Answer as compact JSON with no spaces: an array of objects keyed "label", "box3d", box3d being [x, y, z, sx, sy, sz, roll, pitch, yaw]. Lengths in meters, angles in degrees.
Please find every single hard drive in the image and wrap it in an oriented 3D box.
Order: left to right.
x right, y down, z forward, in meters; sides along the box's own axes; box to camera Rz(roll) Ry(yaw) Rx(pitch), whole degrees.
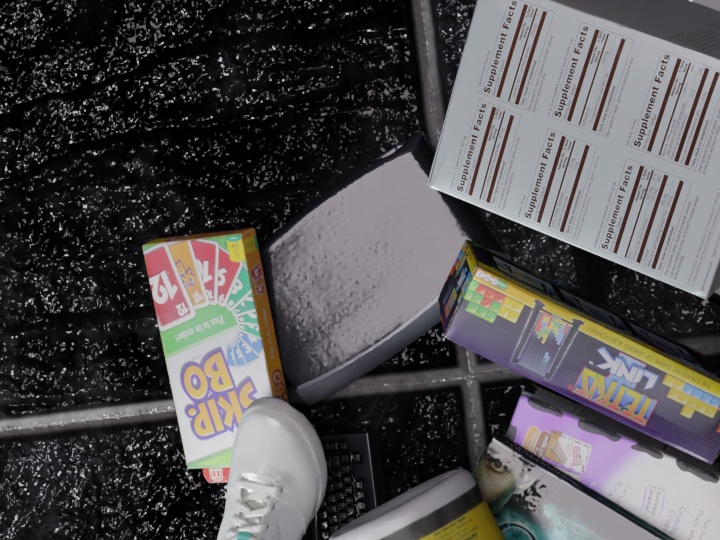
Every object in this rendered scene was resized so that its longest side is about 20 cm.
[{"label":"hard drive","box3d":[0.000,0.000,1.266,0.200,0.042,0.135,-36,84,12]}]

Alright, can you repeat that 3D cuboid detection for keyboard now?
[{"label":"keyboard","box3d":[0.011,0.226,1.279,0.126,0.021,0.201,-7,91,17]}]

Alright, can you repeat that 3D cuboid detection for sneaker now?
[{"label":"sneaker","box3d":[-0.078,0.195,1.235,0.075,0.088,0.201,16,117,18]}]

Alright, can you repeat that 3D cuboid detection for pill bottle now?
[{"label":"pill bottle","box3d":[0.069,0.247,1.120,0.114,0.114,0.201,-28,86,12]}]

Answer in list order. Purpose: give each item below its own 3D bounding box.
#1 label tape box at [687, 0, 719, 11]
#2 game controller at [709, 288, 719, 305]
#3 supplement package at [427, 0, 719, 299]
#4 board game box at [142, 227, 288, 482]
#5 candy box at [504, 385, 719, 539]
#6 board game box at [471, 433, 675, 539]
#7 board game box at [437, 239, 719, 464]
[{"label":"label tape box","box3d":[0.287,-0.196,1.182,0.143,0.066,0.200,-39,81,12]},{"label":"game controller","box3d":[0.264,-0.035,1.211,0.199,0.042,0.105,31,84,10]},{"label":"supplement package","box3d":[0.184,-0.101,1.093,0.199,0.191,0.148,24,111,21]},{"label":"board game box","box3d":[-0.107,0.071,1.276,0.095,0.030,0.201,-5,103,30]},{"label":"candy box","box3d":[0.185,0.202,1.214,0.199,0.072,0.169,22,96,12]},{"label":"board game box","box3d":[0.149,0.224,1.171,0.199,0.028,0.136,30,99,12]},{"label":"board game box","box3d":[0.154,0.053,1.149,0.199,0.165,0.057,26,98,-1]}]
